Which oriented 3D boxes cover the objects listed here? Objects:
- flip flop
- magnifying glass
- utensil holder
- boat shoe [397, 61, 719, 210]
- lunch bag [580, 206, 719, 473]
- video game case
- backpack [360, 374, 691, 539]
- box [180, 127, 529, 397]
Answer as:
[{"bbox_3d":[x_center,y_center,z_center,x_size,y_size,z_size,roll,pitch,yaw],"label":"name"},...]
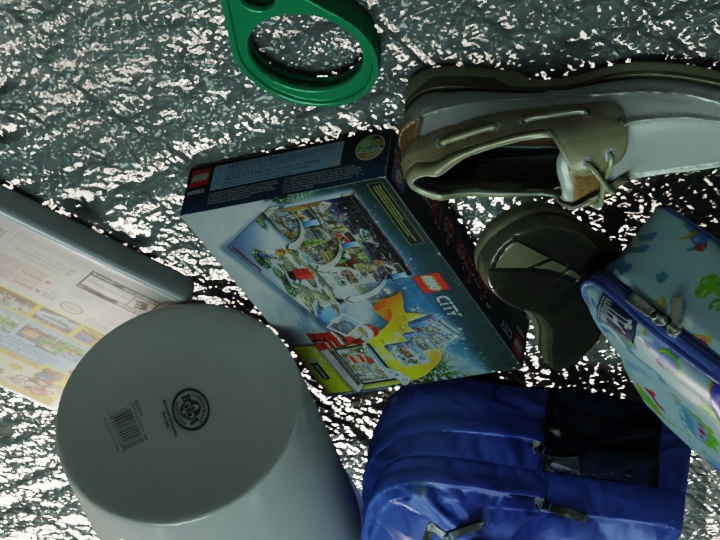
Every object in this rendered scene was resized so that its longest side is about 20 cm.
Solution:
[{"bbox_3d":[0.112,0.000,1.407,0.081,0.058,0.200,-39,149,8],"label":"flip flop"},{"bbox_3d":[-0.058,-0.153,1.276,0.079,0.022,0.200,-14,140,29],"label":"magnifying glass"},{"bbox_3d":[-0.091,0.137,1.544,0.169,0.170,0.200,0,147,12],"label":"utensil holder"},{"bbox_3d":[0.120,-0.067,1.311,0.199,0.069,0.075,-1,144,13],"label":"boat shoe"},{"bbox_3d":[0.219,0.063,1.379,0.161,0.082,0.200,40,171,34],"label":"lunch bag"},{"bbox_3d":[-0.235,0.009,1.538,0.200,0.023,0.182,27,141,-24],"label":"video game case"},{"bbox_3d":[0.098,0.157,1.548,0.199,0.168,0.163,14,138,0],"label":"backpack"},{"bbox_3d":[0.000,0.000,1.457,0.136,0.038,0.200,-10,140,25],"label":"box"}]
